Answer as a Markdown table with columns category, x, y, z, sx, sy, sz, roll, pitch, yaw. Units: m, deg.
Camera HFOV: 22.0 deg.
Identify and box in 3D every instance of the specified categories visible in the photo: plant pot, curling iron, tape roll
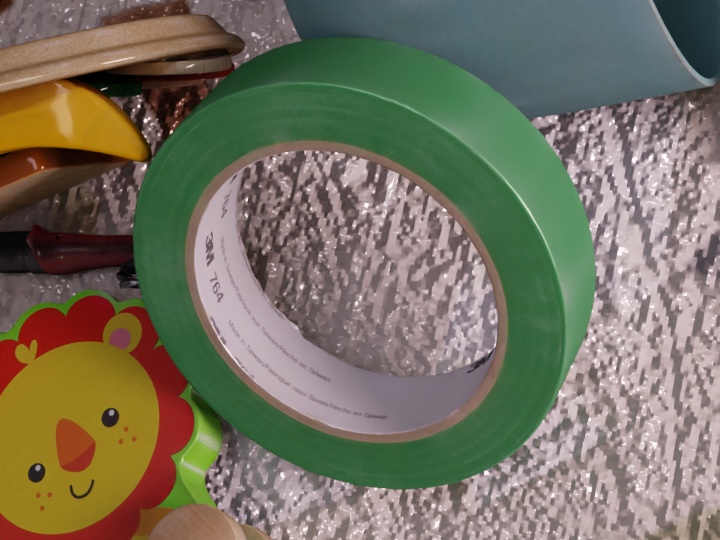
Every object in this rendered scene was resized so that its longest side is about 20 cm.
| category | x | y | z | sx | sy | sz | roll | pitch | yaw |
| --- | --- | --- | --- | --- | --- | --- | --- | --- | --- |
| plant pot | 0.054 | -0.155 | 0.818 | 0.160 | 0.200 | 0.202 | -16 | 72 | 23 |
| curling iron | -0.157 | -0.009 | 0.917 | 0.199 | 0.050 | 0.026 | 4 | 102 | 26 |
| tape roll | 0.000 | 0.000 | 0.800 | 0.199 | 0.201 | 0.048 | 12 | 36 | 18 |

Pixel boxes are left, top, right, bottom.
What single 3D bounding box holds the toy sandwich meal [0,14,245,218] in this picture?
| category | x | y | z | sx | sy | sz | roll | pitch | yaw |
| --- | --- | --- | --- | --- | --- | --- | --- | --- | --- |
| toy sandwich meal | -0.146 | -0.064 | 0.863 | 0.204 | 0.205 | 0.071 | -13 | 94 | 13 |

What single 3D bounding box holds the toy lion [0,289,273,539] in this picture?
| category | x | y | z | sx | sy | sz | roll | pitch | yaw |
| --- | --- | --- | --- | --- | --- | --- | --- | --- | --- |
| toy lion | -0.142 | 0.117 | 0.877 | 0.200 | 0.069 | 0.192 | -42 | 62 | 3 |
